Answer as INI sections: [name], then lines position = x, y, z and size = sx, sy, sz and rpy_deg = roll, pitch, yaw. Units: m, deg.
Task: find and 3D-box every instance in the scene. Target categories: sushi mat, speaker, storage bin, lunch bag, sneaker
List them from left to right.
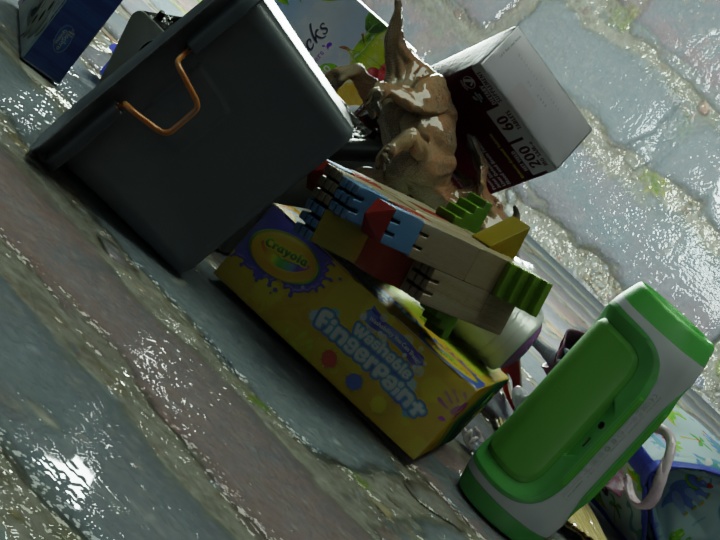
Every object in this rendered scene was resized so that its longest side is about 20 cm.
[storage bin]
position = -0.104, -0.099, 1.238
size = 0.134, 0.200, 0.146
rpy_deg = 49, 7, -12
[sneaker]
position = 0.088, 0.007, 1.413
size = 0.100, 0.075, 0.200
rpy_deg = 41, 6, -10
[sushi mat]
position = 0.163, 0.184, 1.552
size = 0.096, 0.012, 0.200
rpy_deg = 39, 8, -11
[speaker]
position = 0.164, 0.105, 1.322
size = 0.088, 0.200, 0.088
rpy_deg = 40, 9, -7
[lunch bag]
position = 0.267, 0.181, 1.654
size = 0.200, 0.127, 0.170
rpy_deg = 47, 4, -40

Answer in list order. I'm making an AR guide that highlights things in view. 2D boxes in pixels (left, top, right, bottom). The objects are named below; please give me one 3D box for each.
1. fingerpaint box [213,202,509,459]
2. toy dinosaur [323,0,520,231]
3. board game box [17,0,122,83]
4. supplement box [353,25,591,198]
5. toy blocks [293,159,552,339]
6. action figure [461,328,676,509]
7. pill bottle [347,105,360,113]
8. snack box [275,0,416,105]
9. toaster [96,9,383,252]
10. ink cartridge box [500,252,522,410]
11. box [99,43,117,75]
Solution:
[fingerpaint box]
position = 0.004, 0.044, 1.354
size = 0.200, 0.073, 0.167
rpy_deg = 42, 8, 9
[toy dinosaur]
position = 0.050, -0.107, 1.401
size = 0.136, 0.200, 0.086
rpy_deg = -9, 2, -34
[board game box]
position = -0.214, -0.270, 1.531
size = 0.043, 0.200, 0.199
rpy_deg = 36, 11, -22
[supplement box]
position = 0.082, -0.116, 1.492
size = 0.109, 0.061, 0.200
rpy_deg = 52, -34, -13
[toy blocks]
position = 0.020, -0.025, 1.258
size = 0.137, 0.100, 0.200
rpy_deg = 23, 7, -34
[action figure]
position = 0.171, 0.114, 1.471
size = 0.149, 0.134, 0.200
rpy_deg = 27, -12, -1
[pill bottle]
position = 0.014, -0.046, 1.657
size = 0.200, 0.113, 0.113
rpy_deg = 53, -1, -38
[snack box]
position = -0.063, -0.184, 1.764
size = 0.142, 0.200, 0.053
rpy_deg = 41, 9, -2
[toaster]
position = -0.096, -0.115, 1.469
size = 0.181, 0.119, 0.200
rpy_deg = 46, 24, 23
[ink cartridge box]
position = 0.123, 0.047, 1.717
size = 0.045, 0.176, 0.200
rpy_deg = -2, 7, -1
[box]
position = -0.154, -0.130, 1.644
size = 0.200, 0.041, 0.119
rpy_deg = 32, 13, -38
